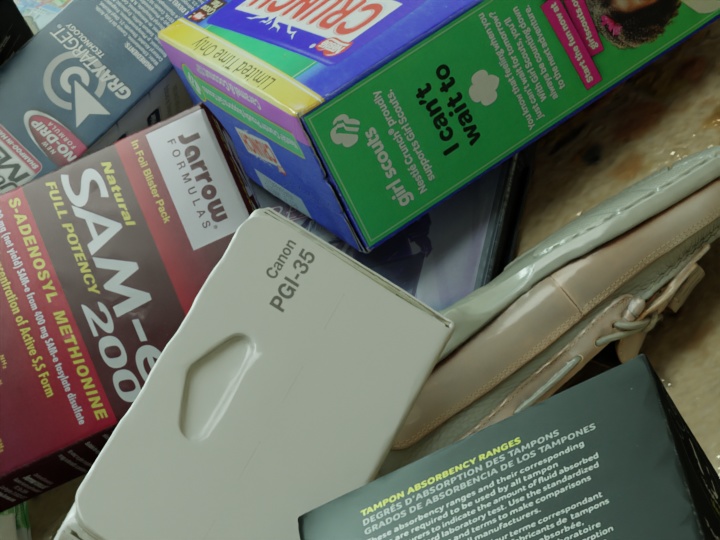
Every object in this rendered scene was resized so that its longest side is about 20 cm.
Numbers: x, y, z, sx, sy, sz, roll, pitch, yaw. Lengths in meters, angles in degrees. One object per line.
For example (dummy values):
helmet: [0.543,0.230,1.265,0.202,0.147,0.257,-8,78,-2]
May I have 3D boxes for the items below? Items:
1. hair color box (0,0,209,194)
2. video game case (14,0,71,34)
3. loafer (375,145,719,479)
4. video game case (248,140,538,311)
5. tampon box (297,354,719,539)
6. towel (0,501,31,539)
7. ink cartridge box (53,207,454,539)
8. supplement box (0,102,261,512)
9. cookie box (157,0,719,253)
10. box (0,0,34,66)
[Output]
hair color box: [-0.105,-0.092,1.367,0.060,0.100,0.200,42,76,12]
video game case: [-0.148,-0.118,1.513,0.182,0.022,0.200,-38,35,-4]
loafer: [0.073,0.024,1.135,0.200,0.063,0.072,-31,4,-13]
video game case: [0.000,0.000,1.252,0.142,0.019,0.201,-14,40,27]
tampon box: [0.076,0.158,0.881,0.126,0.150,0.200,-26,35,11]
towel: [-0.219,0.041,1.244,0.152,0.023,0.201,-10,78,3]
ink cartridge box: [-0.058,0.093,1.037,0.147,0.083,0.200,-60,1,-33]
supplement box: [-0.127,0.026,1.193,0.199,0.061,0.109,-25,76,2]
cookie box: [0.036,-0.108,1.268,0.200,0.075,0.171,-35,27,-11]
box: [-0.233,-0.050,1.349,0.079,0.141,0.200,30,81,6]
